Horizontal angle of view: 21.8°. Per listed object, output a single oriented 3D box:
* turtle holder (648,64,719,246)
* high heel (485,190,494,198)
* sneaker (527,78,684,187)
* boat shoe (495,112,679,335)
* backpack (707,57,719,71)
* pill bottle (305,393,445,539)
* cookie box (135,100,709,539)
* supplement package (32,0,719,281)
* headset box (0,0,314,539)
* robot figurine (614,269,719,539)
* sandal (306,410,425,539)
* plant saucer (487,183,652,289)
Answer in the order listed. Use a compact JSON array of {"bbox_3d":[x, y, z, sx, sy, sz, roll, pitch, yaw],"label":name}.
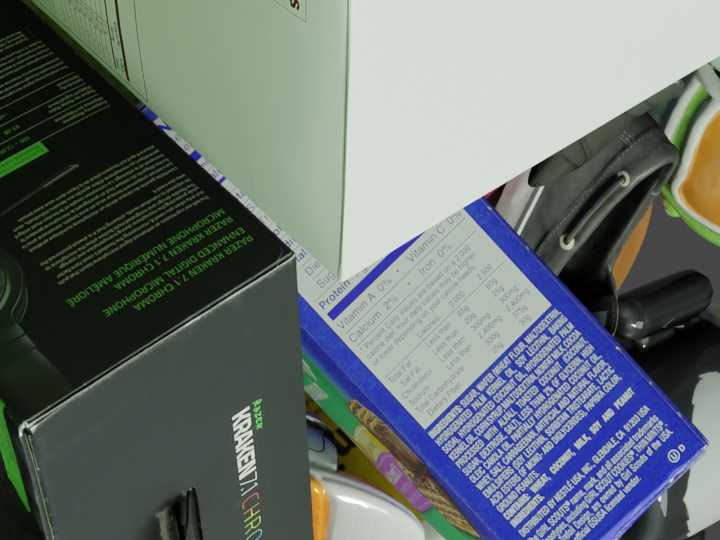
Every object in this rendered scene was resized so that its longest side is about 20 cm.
[{"bbox_3d":[0.204,-0.104,0.868,0.186,0.140,0.132,-54,157,-4],"label":"turtle holder"},{"bbox_3d":[0.000,0.000,0.810,0.096,0.067,0.201,36,81,-48],"label":"high heel"},{"bbox_3d":[0.041,-0.093,0.722,0.199,0.076,0.091,33,109,-36],"label":"sneaker"},{"bbox_3d":[0.092,0.007,0.853,0.070,0.066,0.201,-16,140,-43],"label":"boat shoe"},{"bbox_3d":[0.152,-0.187,0.697,0.146,0.183,0.201,29,100,-35],"label":"backpack"},{"bbox_3d":[0.014,0.114,0.819,0.111,0.200,0.112,-32,146,-25],"label":"pill bottle"},{"bbox_3d":[0.008,0.012,0.650,0.075,0.200,0.171,-43,180,-8],"label":"cookie box"},{"bbox_3d":[0.004,-0.143,0.519,0.190,0.200,0.148,-29,144,-27],"label":"supplement package"},{"bbox_3d":[-0.101,0.027,0.582,0.092,0.200,0.175,-32,146,-25],"label":"headset box"},{"bbox_3d":[0.162,0.093,1.053,0.199,0.125,0.151,-21,157,-38],"label":"robot figurine"},{"bbox_3d":[-0.069,0.064,0.727,0.079,0.205,0.060,116,-12,-54],"label":"sandal"},{"bbox_3d":[0.079,-0.004,0.931,0.199,0.037,0.201,-32,144,-27],"label":"plant saucer"}]
